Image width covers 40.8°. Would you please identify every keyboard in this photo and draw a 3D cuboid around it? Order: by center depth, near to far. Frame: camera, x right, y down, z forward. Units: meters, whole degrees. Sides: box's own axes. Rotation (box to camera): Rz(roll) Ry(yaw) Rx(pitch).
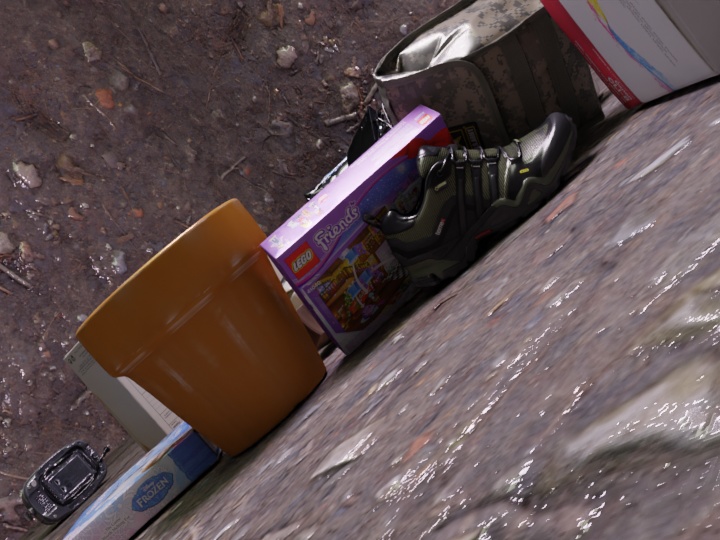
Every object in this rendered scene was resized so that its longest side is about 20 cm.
[{"bbox_3d":[0.023,-0.123,1.138,0.201,0.039,0.105,-98,30,-53],"label":"keyboard"}]

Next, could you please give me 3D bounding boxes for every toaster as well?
[{"bbox_3d":[-0.614,0.439,2.010,0.200,0.114,0.129,-46,4,-34],"label":"toaster"}]

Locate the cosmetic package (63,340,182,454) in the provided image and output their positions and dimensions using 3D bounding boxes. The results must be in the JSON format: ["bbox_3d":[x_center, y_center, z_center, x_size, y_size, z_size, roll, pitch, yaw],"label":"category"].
[{"bbox_3d":[-0.277,0.150,1.263,0.071,0.201,0.105,-37,3,43],"label":"cosmetic package"}]

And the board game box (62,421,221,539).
[{"bbox_3d":[-0.235,0.236,1.048,0.199,0.043,0.200,-43,4,-4],"label":"board game box"}]

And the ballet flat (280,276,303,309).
[{"bbox_3d":[-0.082,0.061,1.142,0.202,0.067,0.069,-66,5,-32],"label":"ballet flat"}]

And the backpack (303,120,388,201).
[{"bbox_3d":[0.055,-0.117,1.264,0.201,0.163,0.154,-54,-19,6],"label":"backpack"}]

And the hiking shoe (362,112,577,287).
[{"bbox_3d":[0.098,-0.079,0.841,0.200,0.101,0.076,-42,11,3],"label":"hiking shoe"}]

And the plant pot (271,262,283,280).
[{"bbox_3d":[-0.153,0.052,1.258,0.200,0.184,0.200,-41,4,3],"label":"plant pot"}]

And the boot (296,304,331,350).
[{"bbox_3d":[0.000,0.000,1.068,0.200,0.074,0.155,-46,-5,33],"label":"boot"}]

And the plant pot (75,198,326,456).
[{"bbox_3d":[-0.136,0.067,0.924,0.200,0.184,0.200,-40,3,3],"label":"plant pot"}]

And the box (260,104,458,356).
[{"bbox_3d":[0.021,-0.036,0.899,0.200,0.137,0.039,-41,37,-9],"label":"box"}]

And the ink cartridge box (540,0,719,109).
[{"bbox_3d":[0.257,-0.241,0.779,0.145,0.145,0.200,-40,4,-1],"label":"ink cartridge box"}]

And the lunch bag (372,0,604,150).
[{"bbox_3d":[0.122,-0.171,0.951,0.199,0.165,0.118,-36,39,-8],"label":"lunch bag"}]

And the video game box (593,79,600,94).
[{"bbox_3d":[0.203,-0.161,1.164,0.182,0.047,0.200,-42,3,24],"label":"video game box"}]
